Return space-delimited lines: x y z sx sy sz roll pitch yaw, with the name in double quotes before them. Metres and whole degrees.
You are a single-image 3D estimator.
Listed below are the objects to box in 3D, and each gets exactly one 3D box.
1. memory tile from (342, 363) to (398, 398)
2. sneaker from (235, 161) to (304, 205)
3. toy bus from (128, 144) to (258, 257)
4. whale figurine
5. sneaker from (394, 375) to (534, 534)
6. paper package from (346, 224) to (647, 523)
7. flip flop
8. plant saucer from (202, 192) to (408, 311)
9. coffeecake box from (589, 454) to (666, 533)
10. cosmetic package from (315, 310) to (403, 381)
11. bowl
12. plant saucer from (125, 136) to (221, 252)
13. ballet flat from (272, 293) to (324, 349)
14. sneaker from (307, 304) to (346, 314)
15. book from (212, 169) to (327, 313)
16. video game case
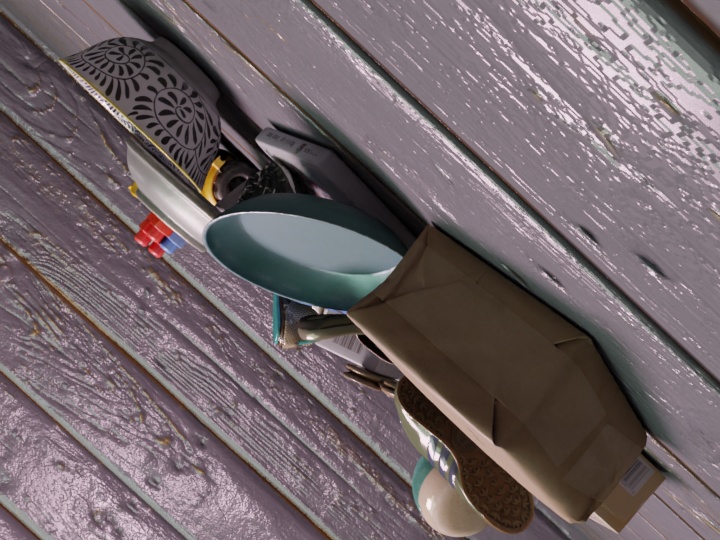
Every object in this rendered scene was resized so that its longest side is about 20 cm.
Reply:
"memory tile" 0.082 0.159 1.264 0.200 0.017 0.153 23 178 15
"sneaker" -0.075 -0.060 1.057 0.079 0.074 0.200 24 180 -14
"toy bus" -0.261 -0.118 1.517 0.200 0.192 0.136 47 175 -29
"whale figurine" 0.159 0.256 1.374 0.104 0.200 0.159 48 159 53
"sneaker" 0.106 0.192 1.136 0.200 0.067 0.090 51 167 4
"paper package" 0.113 0.087 0.854 0.191 0.103 0.200 38 174 38
"flip flop" 0.032 0.068 1.052 0.200 0.058 0.081 0 174 -30
"plant saucer" -0.038 -0.019 0.929 0.200 0.036 0.200 12 159 5
"coffeecake box" 0.202 0.176 1.071 0.154 0.073 0.200 42 175 4
"cosmetic package" 0.042 0.098 1.356 0.102 0.074 0.200 23 179 33
"bowl" -0.212 -0.184 1.123 0.201 0.094 0.201 42 174 5
"plant saucer" -0.207 -0.073 1.236 0.200 0.050 0.200 42 179 1
"ballet flat" -0.080 0.014 1.263 0.200 0.075 0.068 -108 23 -43
"sneaker" -0.048 0.009 1.122 0.078 0.066 0.200 10 178 -27
"book" -0.094 -0.034 1.395 0.200 0.048 0.134 41 -152 0
"video game case" -0.002 -0.053 1.012 0.200 0.024 0.182 45 174 -26
